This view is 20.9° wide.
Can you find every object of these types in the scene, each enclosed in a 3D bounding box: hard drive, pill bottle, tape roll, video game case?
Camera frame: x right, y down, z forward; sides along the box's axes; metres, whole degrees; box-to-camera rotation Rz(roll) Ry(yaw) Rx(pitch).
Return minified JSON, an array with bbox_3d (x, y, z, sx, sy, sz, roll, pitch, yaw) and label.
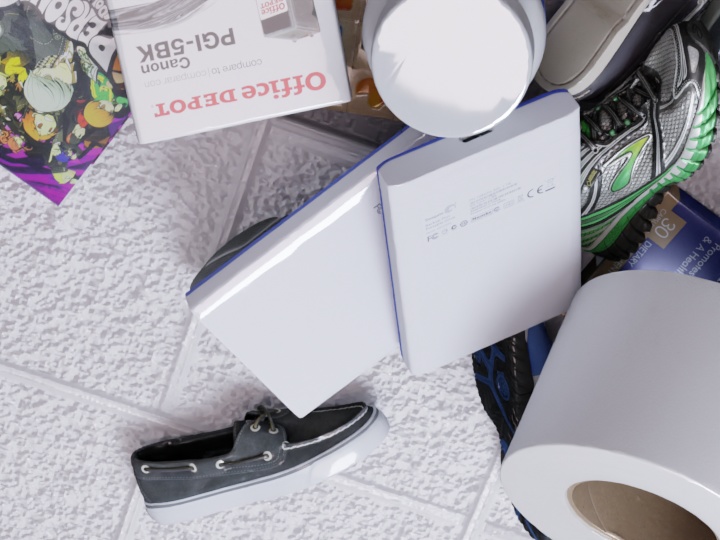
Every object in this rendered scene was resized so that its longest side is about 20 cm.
[{"bbox_3d":[0.081,-0.021,1.273,0.132,0.025,0.200,-23,143,-11],"label":"hard drive"},{"bbox_3d":[0.060,-0.160,1.222,0.114,0.200,0.114,2,114,3],"label":"pill bottle"},{"bbox_3d":[0.000,0.000,1.323,0.200,0.025,0.132,-37,128,7],"label":"hard drive"},{"bbox_3d":[0.209,0.111,1.298,0.203,0.139,0.203,20,154,10],"label":"tape roll"},{"bbox_3d":[-0.234,-0.170,1.337,0.200,0.036,0.181,37,111,-12],"label":"video game case"}]

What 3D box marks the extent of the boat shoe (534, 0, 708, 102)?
[{"bbox_3d":[0.198,-0.190,1.296,0.200,0.073,0.063,-47,146,15],"label":"boat shoe"}]

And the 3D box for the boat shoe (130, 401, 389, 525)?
[{"bbox_3d":[-0.078,0.133,1.442,0.200,0.069,0.057,-20,110,15],"label":"boat shoe"}]

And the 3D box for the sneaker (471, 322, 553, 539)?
[{"bbox_3d":[0.135,0.097,1.417,0.077,0.076,0.200,-20,111,-15],"label":"sneaker"}]

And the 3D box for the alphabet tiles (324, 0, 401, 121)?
[{"bbox_3d":[0.002,-0.186,1.329,0.200,0.008,0.167,9,114,0],"label":"alphabet tiles"}]

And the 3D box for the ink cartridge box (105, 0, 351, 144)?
[{"bbox_3d":[-0.094,-0.194,1.264,0.147,0.083,0.200,-12,103,-2],"label":"ink cartridge box"}]

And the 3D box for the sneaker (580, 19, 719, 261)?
[{"bbox_3d":[0.174,-0.084,1.291,0.085,0.078,0.200,13,132,-17],"label":"sneaker"}]

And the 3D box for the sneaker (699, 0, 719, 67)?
[{"bbox_3d":[0.312,-0.166,1.252,0.199,0.114,0.076,-27,138,15],"label":"sneaker"}]

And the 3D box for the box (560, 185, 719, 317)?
[{"bbox_3d":[0.257,0.038,1.394,0.200,0.032,0.121,34,112,-11],"label":"box"}]

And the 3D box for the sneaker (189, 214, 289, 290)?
[{"bbox_3d":[-0.025,-0.006,1.376,0.200,0.070,0.080,-22,113,12],"label":"sneaker"}]
